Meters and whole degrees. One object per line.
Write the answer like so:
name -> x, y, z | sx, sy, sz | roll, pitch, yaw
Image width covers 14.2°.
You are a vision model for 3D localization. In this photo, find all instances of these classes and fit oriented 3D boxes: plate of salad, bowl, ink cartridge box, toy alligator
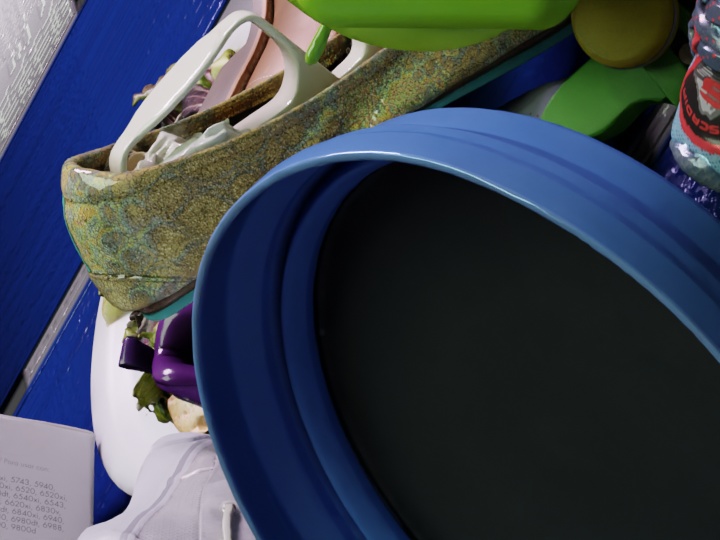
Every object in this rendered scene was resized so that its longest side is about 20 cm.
plate of salad -> -0.065, -0.011, 1.115 | 0.200, 0.048, 0.201 | -42, 38, 46
bowl -> 0.045, 0.049, 0.725 | 0.039, 0.201, 0.200 | -39, 5, -37
ink cartridge box -> -0.152, 0.136, 1.145 | 0.116, 0.068, 0.200 | 123, 151, -46
toy alligator -> 0.115, -0.109, 0.830 | 0.054, 0.059, 0.200 | 31, 101, 20

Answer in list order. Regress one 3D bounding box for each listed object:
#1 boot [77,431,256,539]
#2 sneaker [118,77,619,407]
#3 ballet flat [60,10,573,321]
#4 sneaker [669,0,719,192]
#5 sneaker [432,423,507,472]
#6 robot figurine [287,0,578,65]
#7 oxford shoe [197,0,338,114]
boot -> -0.028, 0.096, 0.950 | 0.200, 0.095, 0.074 | -54, -40, -78
sneaker -> 0.000, 0.000, 0.933 | 0.200, 0.087, 0.075 | -46, 36, 42
ballet flat -> -0.008, -0.063, 0.906 | 0.200, 0.071, 0.071 | -35, 26, -9
sneaker -> 0.109, -0.051, 0.622 | 0.095, 0.200, 0.079 | -29, 37, 1
sneaker -> 0.039, 0.015, 0.827 | 0.200, 0.075, 0.100 | -2, 75, 48
robot figurine -> 0.030, -0.140, 0.791 | 0.200, 0.115, 0.176 | -51, 18, 50
oxford shoe -> 0.001, -0.095, 1.021 | 0.071, 0.071, 0.200 | -22, 40, 35
